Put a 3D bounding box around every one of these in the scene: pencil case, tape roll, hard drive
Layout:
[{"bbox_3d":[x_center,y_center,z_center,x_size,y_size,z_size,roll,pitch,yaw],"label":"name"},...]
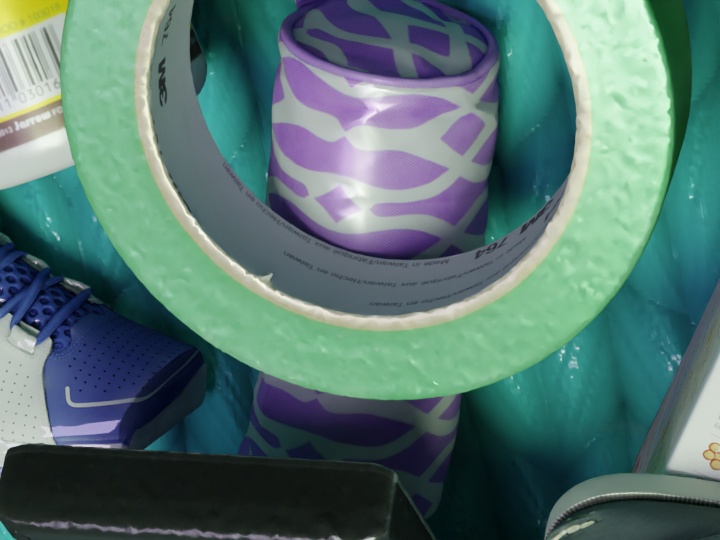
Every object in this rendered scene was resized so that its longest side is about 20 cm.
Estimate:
[{"bbox_3d":[0.000,0.000,0.998,0.085,0.083,0.201,42,131,47],"label":"pencil case"},{"bbox_3d":[0.004,-0.058,0.893,0.199,0.048,0.202,6,116,12],"label":"tape roll"},{"bbox_3d":[-0.033,0.116,1.004,0.139,0.033,0.200,2,156,16],"label":"hard drive"}]

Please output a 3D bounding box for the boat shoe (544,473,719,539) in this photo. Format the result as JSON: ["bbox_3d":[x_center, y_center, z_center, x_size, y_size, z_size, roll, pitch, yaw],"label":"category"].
[{"bbox_3d":[0.147,0.102,0.815,0.198,0.062,0.073,3,121,15],"label":"boat shoe"}]

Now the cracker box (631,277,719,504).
[{"bbox_3d":[0.135,0.034,0.896,0.057,0.134,0.201,22,125,4],"label":"cracker box"}]

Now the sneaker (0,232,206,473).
[{"bbox_3d":[-0.162,0.004,1.081,0.198,0.081,0.116,13,119,24],"label":"sneaker"}]

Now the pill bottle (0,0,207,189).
[{"bbox_3d":[-0.137,-0.137,0.987,0.109,0.109,0.201,-14,105,32],"label":"pill bottle"}]
